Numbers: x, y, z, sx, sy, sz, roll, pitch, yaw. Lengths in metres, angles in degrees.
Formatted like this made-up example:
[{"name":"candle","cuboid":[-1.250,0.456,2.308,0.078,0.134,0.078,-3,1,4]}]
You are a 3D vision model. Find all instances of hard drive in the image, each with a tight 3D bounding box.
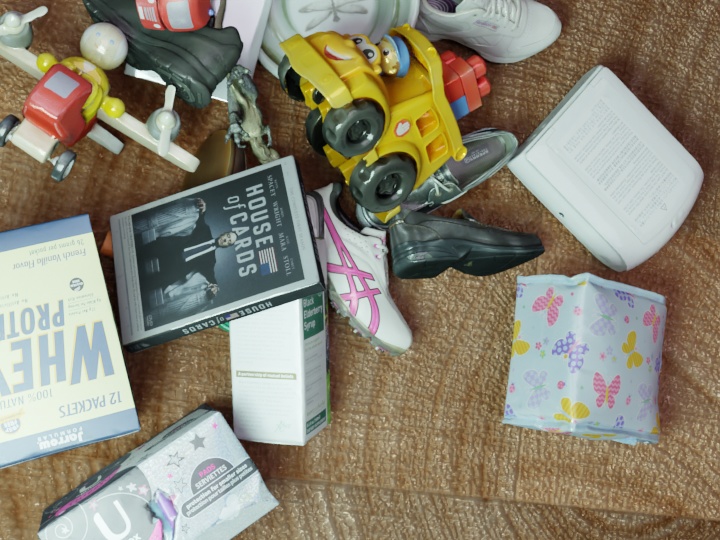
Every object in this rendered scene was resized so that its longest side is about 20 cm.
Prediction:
[{"name":"hard drive","cuboid":[-0.160,-0.288,1.102,0.131,0.025,0.201,14,100,-9]}]

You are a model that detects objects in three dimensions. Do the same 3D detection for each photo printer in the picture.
[{"name":"photo printer","cuboid":[0.290,-0.111,1.205,0.200,0.069,0.166,43,77,-7]}]

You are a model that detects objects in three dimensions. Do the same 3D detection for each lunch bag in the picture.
[{"name":"lunch bag","cuboid":[0.259,0.102,1.150,0.200,0.127,0.170,12,81,-38]}]

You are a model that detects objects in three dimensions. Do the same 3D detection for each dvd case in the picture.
[{"name":"dvd case","cuboid":[-0.142,-0.017,1.009,0.199,0.025,0.151,-18,60,8]}]

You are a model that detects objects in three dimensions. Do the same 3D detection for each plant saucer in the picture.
[{"name":"plant saucer","cuboid":[-0.032,-0.293,1.134,0.199,0.050,0.201,1,98,9]}]

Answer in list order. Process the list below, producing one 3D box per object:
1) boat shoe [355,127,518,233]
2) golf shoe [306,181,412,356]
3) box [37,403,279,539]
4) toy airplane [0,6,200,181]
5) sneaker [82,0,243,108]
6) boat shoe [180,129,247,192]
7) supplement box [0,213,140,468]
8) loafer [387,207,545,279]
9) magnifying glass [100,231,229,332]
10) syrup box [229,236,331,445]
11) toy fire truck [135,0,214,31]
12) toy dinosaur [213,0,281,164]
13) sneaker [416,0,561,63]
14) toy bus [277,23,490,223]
[{"name":"boat shoe","cuboid":[0.084,-0.109,1.154,0.200,0.071,0.072,-33,93,-13]},{"name":"golf shoe","cuboid":[0.000,0.000,1.113,0.092,0.073,0.200,-37,95,8]},{"name":"box","cuboid":[-0.200,0.232,1.024,0.200,0.132,0.115,-34,95,-14]},{"name":"toy airplane","cuboid":[-0.267,-0.174,1.015,0.200,0.199,0.141,20,106,-51]},{"name":"sneaker","cuboid":[-0.197,-0.241,1.047,0.200,0.076,0.091,36,77,22]},{"name":"boat shoe","cuboid":[-0.151,-0.047,1.090,0.070,0.070,0.201,32,58,-42]},{"name":"supplement box","cuboid":[-0.296,0.068,0.981,0.134,0.200,0.201,-14,89,-15]},{"name":"loafer","cuboid":[0.119,-0.036,1.145,0.199,0.073,0.073,0,68,-35]},{"name":"magnifying glass","cuboid":[-0.176,0.007,1.107,0.199,0.022,0.080,22,78,-9]},{"name":"syrup box","cuboid":[-0.081,0.067,1.062,0.081,0.079,0.201,2,98,18]},{"name":"toy fire truck","cuboid":[-0.121,-0.304,1.017,0.140,0.049,0.200,9,52,12]},{"name":"toy dinosaur","cuboid":[-0.122,-0.179,1.073,0.047,0.088,0.201,-14,111,4]},{"name":"sneaker","cuboid":[0.138,-0.284,1.169,0.199,0.100,0.075,4,82,-15]},{"name":"toy bus","cuboid":[0.036,-0.178,1.061,0.192,0.200,0.136,-33,51,-2]}]
